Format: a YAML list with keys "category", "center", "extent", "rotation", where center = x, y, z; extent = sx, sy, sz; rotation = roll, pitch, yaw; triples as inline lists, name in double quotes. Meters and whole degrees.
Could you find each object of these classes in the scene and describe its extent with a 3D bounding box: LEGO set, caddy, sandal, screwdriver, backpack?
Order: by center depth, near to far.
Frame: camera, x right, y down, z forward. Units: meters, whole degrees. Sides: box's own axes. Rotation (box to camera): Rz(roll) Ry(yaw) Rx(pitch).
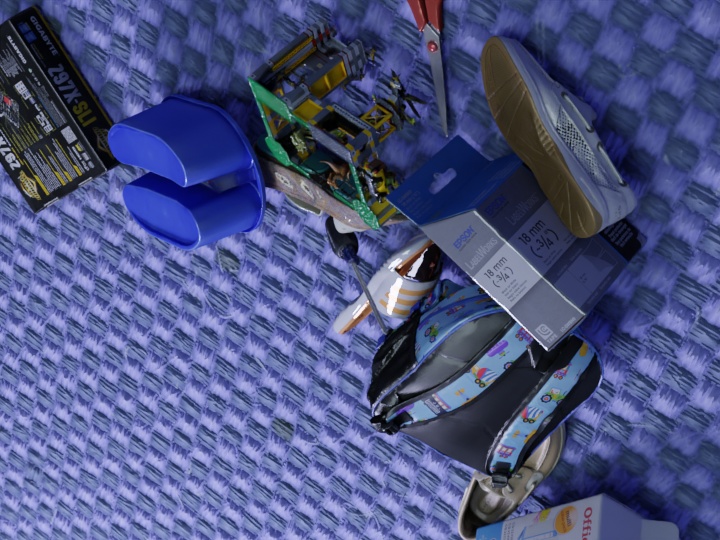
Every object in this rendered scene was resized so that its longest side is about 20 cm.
- category: "LEGO set"
  center: [-0.006, -0.146, 1.354]
  extent: [0.200, 0.116, 0.154]
  rotation: [34, 158, 41]
- category: "backpack"
  center: [0.126, 0.086, 1.365]
  extent: [0.182, 0.135, 0.200]
  rotation: [27, 127, -20]
- category: "screwdriver"
  center: [0.000, 0.000, 1.413]
  extent: [0.028, 0.200, 0.029]
  rotation: [20, 111, -29]
- category: "sandal"
  center: [0.042, 0.023, 1.450]
  extent: [0.059, 0.079, 0.207]
  rotation: [48, 143, 6]
- category: "caddy"
  center: [-0.174, -0.105, 1.493]
  extent: [0.200, 0.105, 0.142]
  rotation: [23, 132, 49]

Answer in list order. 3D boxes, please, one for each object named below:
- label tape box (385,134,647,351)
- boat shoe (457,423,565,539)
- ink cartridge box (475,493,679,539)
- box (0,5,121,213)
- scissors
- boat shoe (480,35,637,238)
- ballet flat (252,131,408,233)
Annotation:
- category: "label tape box"
  center: [0.142, -0.045, 1.284]
  extent: [0.200, 0.144, 0.063]
  rotation: [43, 134, 4]
- category: "boat shoe"
  center: [0.154, 0.213, 1.498]
  extent: [0.072, 0.065, 0.200]
  rotation: [35, 133, 12]
- category: "ink cartridge box"
  center: [0.224, 0.318, 1.444]
  extent: [0.125, 0.129, 0.200]
  rotation: [32, 141, -29]
- category: "box"
  center: [-0.372, -0.180, 1.631]
  extent: [0.160, 0.049, 0.200]
  rotation: [-23, 104, 45]
- category: "scissors"
  center: [0.070, -0.218, 1.313]
  extent: [0.073, 0.014, 0.200]
  rotation: [-8, 111, 37]
- category: "boat shoe"
  center: [0.176, -0.125, 1.267]
  extent: [0.200, 0.069, 0.071]
  rotation: [62, 157, 12]
- category: "ballet flat"
  center: [-0.026, -0.078, 1.444]
  extent: [0.200, 0.068, 0.067]
  rotation: [30, 136, 30]
